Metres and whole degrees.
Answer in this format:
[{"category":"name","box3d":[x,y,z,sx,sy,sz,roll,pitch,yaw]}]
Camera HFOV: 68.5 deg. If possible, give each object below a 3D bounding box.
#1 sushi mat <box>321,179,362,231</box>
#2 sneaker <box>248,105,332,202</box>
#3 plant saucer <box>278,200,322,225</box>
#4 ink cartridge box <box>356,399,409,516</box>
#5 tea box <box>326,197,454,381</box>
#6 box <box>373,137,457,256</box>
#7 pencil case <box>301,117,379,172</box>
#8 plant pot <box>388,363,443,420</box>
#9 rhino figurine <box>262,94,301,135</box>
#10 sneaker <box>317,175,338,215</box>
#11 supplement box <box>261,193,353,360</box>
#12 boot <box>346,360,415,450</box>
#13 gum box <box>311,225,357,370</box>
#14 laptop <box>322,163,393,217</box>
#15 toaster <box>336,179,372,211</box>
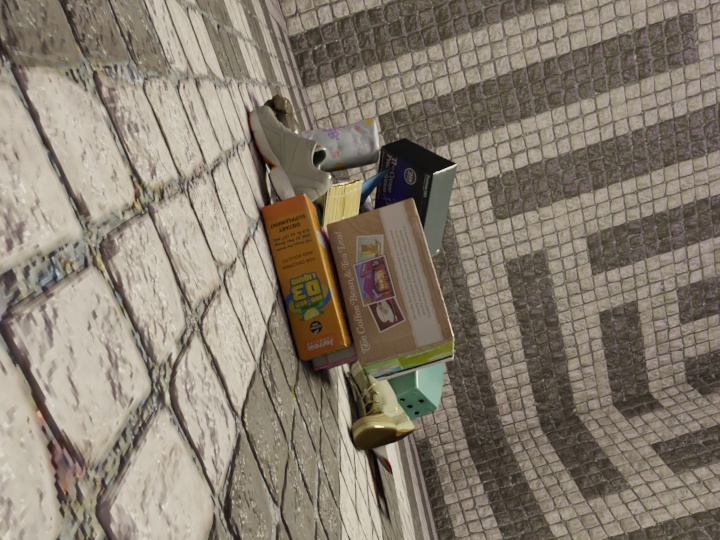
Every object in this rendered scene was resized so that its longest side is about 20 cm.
[{"category":"sushi mat","box3d":[-0.038,-0.051,0.902,0.095,0.012,0.204,-22,125,-52]},{"category":"sneaker","box3d":[-0.099,-0.175,0.785,0.076,0.091,0.202,65,0,-64]},{"category":"plant saucer","box3d":[-0.084,-0.054,0.876,0.019,0.070,0.202,23,-31,33]},{"category":"ink cartridge box","box3d":[0.046,0.377,1.062,0.162,0.049,0.203,70,7,-54]},{"category":"tea box","box3d":[0.049,0.039,0.778,0.197,0.131,0.203,58,16,-70]},{"category":"box","box3d":[0.101,-0.138,1.057,0.140,0.078,0.203,33,-46,32]},{"category":"pencil case","box3d":[-0.058,-0.241,1.035,0.083,0.196,0.092,171,-93,-86]},{"category":"plant pot","box3d":[0.096,0.210,1.146,0.141,0.140,0.202,46,24,-32]},{"category":"rhino figurine","box3d":[-0.125,-0.212,0.938,0.088,0.059,0.203,-106,180,-62]},{"category":"sneaker","box3d":[-0.083,-0.087,1.066,0.090,0.077,0.203,-47,140,-45]},{"category":"supplement box","box3d":[-0.068,0.010,0.685,0.069,0.065,0.203,53,20,-82]},{"category":"boot","box3d":[0.017,0.237,0.967,0.199,0.072,0.156,25,33,-60]},{"category":"gum box","box3d":[-0.054,0.039,0.784,0.114,0.065,0.203,54,20,-79]},{"category":"laptop","box3d":[-0.005,-0.071,1.009,0.187,0.115,0.203,-38,120,-41]},{"category":"toaster","box3d":[-0.045,-0.139,1.214,0.201,0.127,0.115,-104,-166,-53]}]
